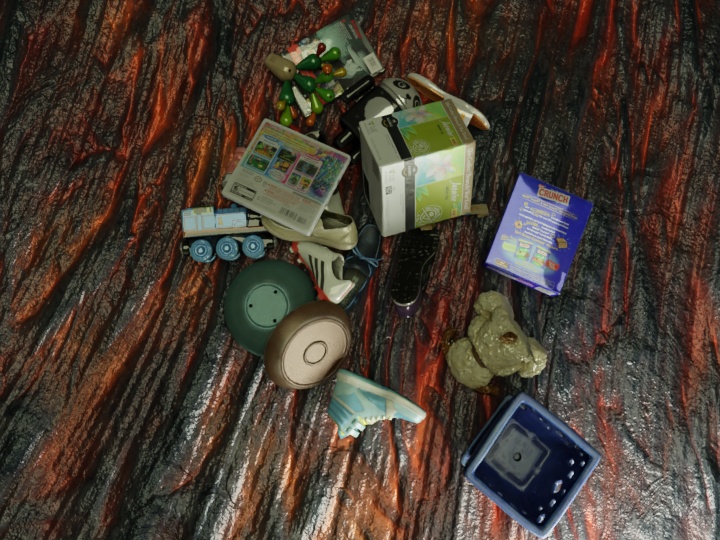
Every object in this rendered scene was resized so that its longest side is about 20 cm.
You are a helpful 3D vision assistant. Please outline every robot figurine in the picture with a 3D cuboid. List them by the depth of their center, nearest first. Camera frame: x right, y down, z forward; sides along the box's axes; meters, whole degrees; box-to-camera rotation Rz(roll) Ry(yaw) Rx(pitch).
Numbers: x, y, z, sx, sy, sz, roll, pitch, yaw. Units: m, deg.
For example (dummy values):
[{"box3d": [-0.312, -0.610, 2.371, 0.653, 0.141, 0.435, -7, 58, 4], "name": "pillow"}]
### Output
[{"box3d": [0.037, -0.302, 1.741, 0.199, 0.151, 0.125, -40, 50, -4], "name": "robot figurine"}]

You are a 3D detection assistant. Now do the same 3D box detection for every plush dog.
[{"box3d": [0.253, 0.167, 1.715, 0.171, 0.160, 0.201, -39, 85, 22], "name": "plush dog"}]

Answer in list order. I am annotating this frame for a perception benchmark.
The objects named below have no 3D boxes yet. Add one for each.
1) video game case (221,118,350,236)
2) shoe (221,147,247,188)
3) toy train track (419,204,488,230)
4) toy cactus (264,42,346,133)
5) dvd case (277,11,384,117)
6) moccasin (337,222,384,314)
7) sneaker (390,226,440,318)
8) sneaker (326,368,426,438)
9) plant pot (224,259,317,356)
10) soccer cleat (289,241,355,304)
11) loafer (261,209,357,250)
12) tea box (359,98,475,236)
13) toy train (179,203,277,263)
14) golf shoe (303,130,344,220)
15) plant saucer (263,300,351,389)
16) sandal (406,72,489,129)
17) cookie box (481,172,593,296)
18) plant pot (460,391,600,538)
[{"box3d": [-0.146, -0.186, 1.683, 0.198, 0.024, 0.184, 25, 74, 12], "name": "video game case"}, {"box3d": [-0.180, -0.178, 1.754, 0.198, 0.071, 0.092, 23, 66, -13], "name": "shoe"}, {"box3d": [0.166, -0.114, 1.768, 0.197, 0.033, 0.116, -4, 45, -7], "name": "toy train track"}, {"box3d": [-0.127, -0.391, 1.750, 0.164, 0.102, 0.201, 33, 95, 11], "name": "toy cactus"}, {"box3d": [-0.068, -0.434, 1.802, 0.198, 0.022, 0.147, -31, 87, -2], "name": "dvd case"}, {"box3d": [0.000, 0.000, 1.746, 0.079, 0.068, 0.203, 17, 86, 0], "name": "moccasin"}, {"box3d": [0.111, 0.003, 1.755, 0.075, 0.088, 0.202, 15, 61, 18], "name": "sneaker"}, {"box3d": [0.024, 0.294, 1.722, 0.198, 0.080, 0.132, 23, 84, 10], "name": "sneaker"}, {"box3d": [-0.182, 0.074, 1.703, 0.197, 0.135, 0.203, 0, 86, -1], "name": "plant pot"}, {"box3d": [-0.080, -0.023, 1.724, 0.085, 0.068, 0.201, -36, 63, 14], "name": "soccer cleat"}, {"box3d": [-0.097, -0.098, 1.698, 0.197, 0.069, 0.076, 10, 43, -7], "name": "loafer"}, {"box3d": [0.110, -0.200, 1.674, 0.194, 0.201, 0.135, -17, 53, -8], "name": "tea box"}, {"box3d": [-0.270, -0.078, 1.734, 0.197, 0.087, 0.116, -5, 89, -2], "name": "toy train"}, {"box3d": [-0.073, -0.188, 1.739, 0.077, 0.094, 0.202, -25, 88, -47], "name": "golf shoe"}, {"box3d": [-0.095, 0.156, 1.684, 0.200, 0.201, 0.034, -44, 44, -5], "name": "plant saucer"}, {"box3d": [0.173, -0.334, 1.777, 0.205, 0.079, 0.060, 33, 87, 10], "name": "sandal"}, {"box3d": [0.363, -0.073, 1.757, 0.169, 0.075, 0.202, 23, 86, 1], "name": "cookie box"}, {"box3d": [0.318, 0.369, 1.670, 0.199, 0.180, 0.201, 38, 86, 1], "name": "plant pot"}]
